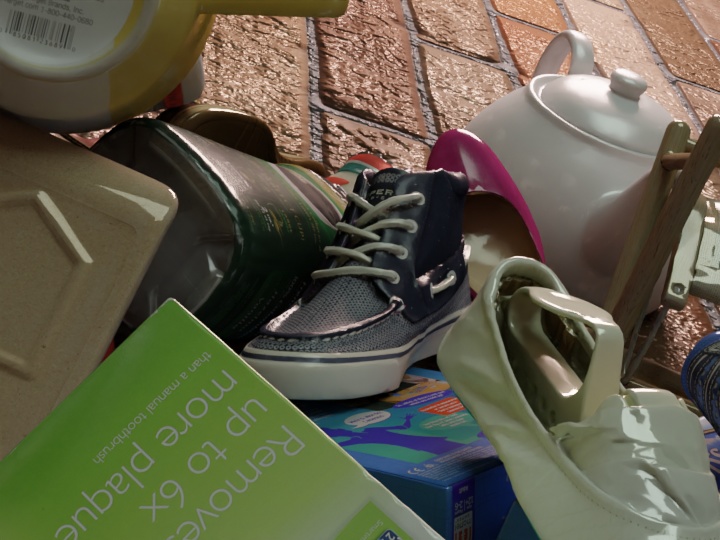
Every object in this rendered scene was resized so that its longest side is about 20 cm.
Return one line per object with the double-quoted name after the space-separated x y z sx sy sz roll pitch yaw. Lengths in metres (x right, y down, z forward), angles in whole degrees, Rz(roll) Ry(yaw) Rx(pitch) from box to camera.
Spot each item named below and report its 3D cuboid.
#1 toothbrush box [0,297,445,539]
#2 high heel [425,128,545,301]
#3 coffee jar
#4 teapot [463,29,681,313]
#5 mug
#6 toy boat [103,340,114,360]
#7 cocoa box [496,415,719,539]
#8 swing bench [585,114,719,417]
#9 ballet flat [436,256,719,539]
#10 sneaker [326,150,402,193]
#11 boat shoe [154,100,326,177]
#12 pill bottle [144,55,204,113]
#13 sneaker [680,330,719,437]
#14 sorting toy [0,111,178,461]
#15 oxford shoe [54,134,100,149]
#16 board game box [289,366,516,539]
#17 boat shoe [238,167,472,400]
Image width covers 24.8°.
-0.036 0.131 0.514 0.200 0.146 0.086 40 -14 23 "toothbrush box"
0.076 -0.003 0.877 0.067 0.096 0.201 -14 67 -7 "high heel"
-0.059 -0.011 0.831 0.104 0.085 0.200 47 14 21 "coffee jar"
0.154 -0.072 1.121 0.200 0.146 0.197 33 26 24 "teapot"
-0.114 -0.137 0.710 0.150 0.186 0.153 60 -3 -13 "mug"
-0.195 -0.016 0.734 0.200 0.131 0.130 35 27 26 "toy boat"
0.138 0.155 0.659 0.131 0.134 0.200 35 27 29 "cocoa box"
0.237 0.042 0.926 0.198 0.201 0.130 23 3 -1 "swing bench"
0.083 0.056 0.580 0.069 0.070 0.200 9 25 -26 "ballet flat"
0.032 0.016 0.958 0.093 0.070 0.200 -33 63 -32 "sneaker"
-0.086 -0.062 0.955 0.072 0.072 0.200 25 5 19 "boat shoe"
-0.187 -0.123 0.839 0.199 0.116 0.116 -13 32 -7 "pill bottle"
0.218 0.050 0.698 0.199 0.077 0.085 8 20 -36 "sneaker"
-0.194 0.019 0.656 0.185 0.200 0.036 24 -19 6 "sorting toy"
-0.203 -0.061 0.895 0.199 0.071 0.075 24 27 4 "oxford shoe"
0.000 0.079 0.714 0.200 0.045 0.152 8 13 38 "board game box"
0.000 0.000 0.765 0.074 0.093 0.200 3 9 20 "boat shoe"
